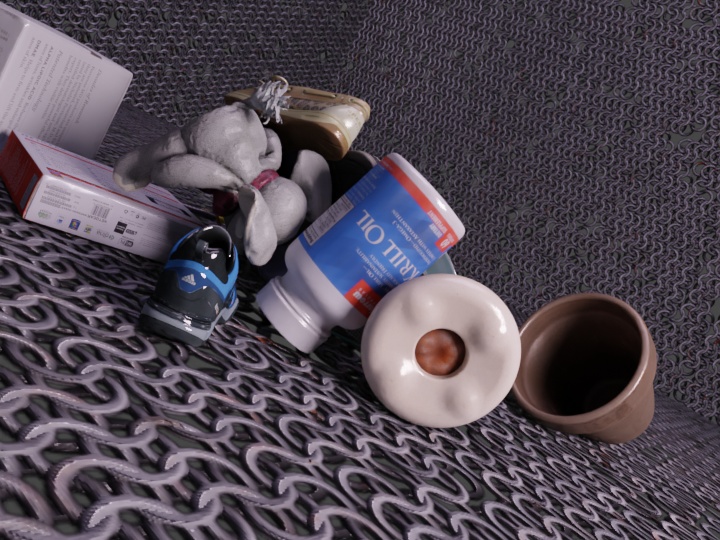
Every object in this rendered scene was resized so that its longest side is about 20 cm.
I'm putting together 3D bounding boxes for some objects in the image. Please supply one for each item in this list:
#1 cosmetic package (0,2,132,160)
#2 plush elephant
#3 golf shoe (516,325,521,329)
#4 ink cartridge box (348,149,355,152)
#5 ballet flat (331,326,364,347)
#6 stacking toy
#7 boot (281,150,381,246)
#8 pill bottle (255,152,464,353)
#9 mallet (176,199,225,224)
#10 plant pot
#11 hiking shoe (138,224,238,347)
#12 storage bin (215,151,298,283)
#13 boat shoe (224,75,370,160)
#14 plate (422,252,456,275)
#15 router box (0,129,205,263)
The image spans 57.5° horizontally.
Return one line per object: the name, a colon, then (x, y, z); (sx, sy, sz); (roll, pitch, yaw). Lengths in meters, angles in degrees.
cosmetic package: (-0.435, -0.235, 0.821); (0.165, 0.165, 0.200); (30, 7, 12)
plush elephant: (-0.118, -0.085, 0.679); (0.200, 0.155, 0.165); (-17, 9, 40)
golf shoe: (0.180, 0.109, 0.964); (0.200, 0.092, 0.073); (28, -26, -30)
ink cartridge box: (-0.090, -0.128, 1.015); (0.083, 0.145, 0.200); (-21, 32, -29)
ballet flat: (0.047, 0.079, 0.789); (0.200, 0.072, 0.072); (28, 7, 7)
stacking toy: (0.076, 0.060, 0.680); (0.146, 0.146, 0.200); (27, 11, -3)
boot: (-0.002, -0.094, 0.804); (0.154, 0.074, 0.203); (-14, -8, -40)
pill bottle: (-0.004, -0.012, 0.657); (0.112, 0.200, 0.112); (47, 5, -5)
mallet: (-0.225, -0.081, 1.060); (0.200, 0.041, 0.066); (18, 9, -34)
plant pot: (0.333, 0.159, 0.928); (0.175, 0.200, 0.200); (45, -4, -35)
hiking shoe: (-0.133, 0.002, 0.585); (0.074, 0.087, 0.200); (26, 7, -13)
storage bin: (-0.139, -0.093, 0.897); (0.145, 0.200, 0.134); (-25, 26, -30)
boat shoe: (-0.075, -0.176, 0.743); (0.200, 0.063, 0.073); (25, -24, 35)
plate: (0.058, 0.020, 0.899); (0.026, 0.200, 0.200); (-22, 39, -33)
router box: (-0.282, -0.076, 0.735); (0.200, 0.049, 0.179); (22, 9, -41)
